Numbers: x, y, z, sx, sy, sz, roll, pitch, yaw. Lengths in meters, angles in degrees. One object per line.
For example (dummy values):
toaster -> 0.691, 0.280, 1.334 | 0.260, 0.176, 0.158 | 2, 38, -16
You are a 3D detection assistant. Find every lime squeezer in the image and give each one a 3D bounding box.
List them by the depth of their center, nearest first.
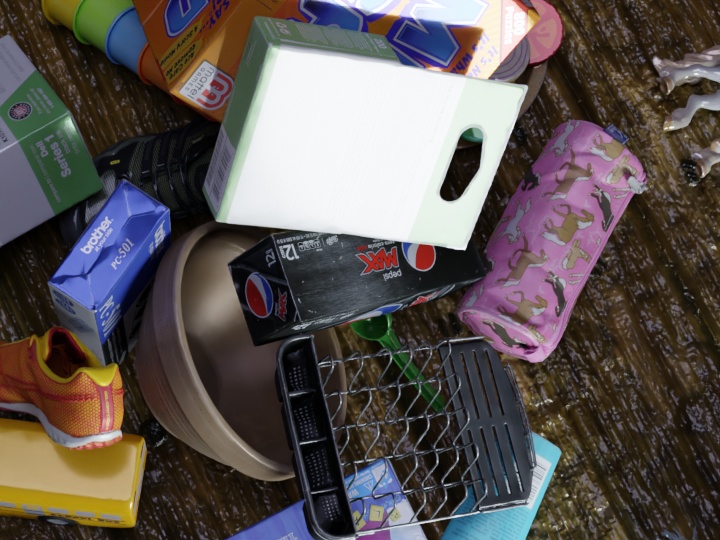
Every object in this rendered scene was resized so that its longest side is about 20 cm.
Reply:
lime squeezer -> -0.013, 0.044, 1.374 | 0.199, 0.038, 0.071 | 29, 59, -31

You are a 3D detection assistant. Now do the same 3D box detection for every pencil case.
pencil case -> 0.154, -0.023, 1.414 | 0.083, 0.086, 0.201 | 39, 71, -25

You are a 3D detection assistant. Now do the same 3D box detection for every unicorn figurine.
unicorn figurine -> 0.331, -0.116, 1.453 | 0.136, 0.074, 0.201 | -13, 67, -18

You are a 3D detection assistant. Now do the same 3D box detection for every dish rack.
dish rack -> 0.038, 0.118, 1.303 | 0.199, 0.055, 0.154 | -6, 71, -21

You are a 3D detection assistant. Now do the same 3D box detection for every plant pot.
plant pot -> -0.105, 0.071, 1.339 | 0.092, 0.200, 0.202 | -25, 70, 30

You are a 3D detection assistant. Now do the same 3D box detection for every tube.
tube -> 0.090, 0.217, 1.352 | 0.077, 0.050, 0.201 | 25, 77, 14

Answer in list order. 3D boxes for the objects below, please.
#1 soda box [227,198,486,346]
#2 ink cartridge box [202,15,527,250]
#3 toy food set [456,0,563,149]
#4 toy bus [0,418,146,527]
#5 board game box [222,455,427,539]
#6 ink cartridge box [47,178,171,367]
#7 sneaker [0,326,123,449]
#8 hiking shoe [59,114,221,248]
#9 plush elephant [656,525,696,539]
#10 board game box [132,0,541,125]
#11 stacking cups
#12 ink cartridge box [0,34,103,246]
soda box -> 0.000, 0.000, 1.333 | 0.199, 0.063, 0.071 | -12, 80, -42
ink cartridge box -> 0.002, -0.094, 1.253 | 0.199, 0.146, 0.048 | 5, 32, -24
toy food set -> 0.067, -0.196, 1.481 | 0.197, 0.049, 0.201 | 18, 72, 3
toy bus -> -0.265, 0.151, 1.335 | 0.198, 0.078, 0.066 | 7, 71, -1
board game box -> -0.023, 0.273, 1.311 | 0.199, 0.041, 0.200 | -28, 75, -1
ink cartridge box -> -0.184, 0.011, 1.320 | 0.044, 0.200, 0.094 | 32, 73, 5
sneaker -> -0.236, 0.074, 1.322 | 0.073, 0.199, 0.078 | -6, 104, -43
hiking shoe -> -0.147, -0.076, 1.394 | 0.199, 0.101, 0.076 | -33, 110, -13
plush elephant -> 0.318, 0.228, 1.299 | 0.199, 0.155, 0.166 | 20, 72, 3
board game box -> -0.028, -0.208, 1.319 | 0.200, 0.199, 0.200 | -48, 35, 16
stacking cups -> -0.172, -0.185, 1.428 | 0.199, 0.061, 0.061 | 34, 72, 27
ink cartridge box -> -0.324, -0.078, 1.374 | 0.199, 0.085, 0.146 | -31, 43, -13
